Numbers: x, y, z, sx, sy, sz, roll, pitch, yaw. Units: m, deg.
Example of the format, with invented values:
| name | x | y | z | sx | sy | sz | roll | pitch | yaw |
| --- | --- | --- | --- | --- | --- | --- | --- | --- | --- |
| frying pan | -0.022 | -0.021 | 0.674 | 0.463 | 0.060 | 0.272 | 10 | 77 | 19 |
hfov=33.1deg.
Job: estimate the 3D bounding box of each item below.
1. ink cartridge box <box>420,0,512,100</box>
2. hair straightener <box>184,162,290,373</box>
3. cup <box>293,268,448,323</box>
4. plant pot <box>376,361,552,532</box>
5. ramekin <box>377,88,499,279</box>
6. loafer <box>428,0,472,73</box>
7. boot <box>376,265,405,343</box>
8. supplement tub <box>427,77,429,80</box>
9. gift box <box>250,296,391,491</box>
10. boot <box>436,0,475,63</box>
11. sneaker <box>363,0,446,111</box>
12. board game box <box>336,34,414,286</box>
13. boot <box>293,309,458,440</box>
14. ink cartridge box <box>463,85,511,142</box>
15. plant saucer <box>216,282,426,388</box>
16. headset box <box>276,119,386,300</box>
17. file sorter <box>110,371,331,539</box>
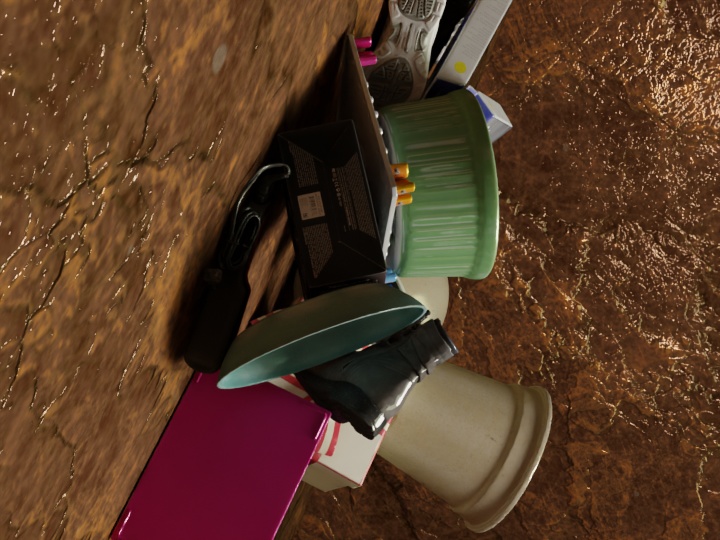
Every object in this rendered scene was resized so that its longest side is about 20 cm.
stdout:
| name | x | y | z | sx | sy | sz | roll | pitch | yaw |
| --- | --- | --- | --- | --- | --- | --- | --- | --- | --- |
| ink cartridge box | 0.104 | -0.229 | 1.466 | 0.201 | 0.047 | 0.198 | -62 | -175 | -18 |
| hair straightener | -0.108 | -0.002 | 1.066 | 0.077 | 0.041 | 0.201 | -30 | 144 | -81 |
| cup | -0.007 | 0.024 | 1.542 | 0.143 | 0.200 | 0.201 | 14 | 100 | -61 |
| plant pot | 0.108 | 0.194 | 1.509 | 0.201 | 0.183 | 0.201 | -58 | -169 | 18 |
| ramekin | 0.072 | -0.086 | 1.272 | 0.200 | 0.097 | 0.202 | 174 | -90 | -82 |
| loafer | 0.074 | -0.295 | 1.498 | 0.201 | 0.073 | 0.071 | -59 | -177 | -17 |
| boot | 0.000 | 0.000 | 1.395 | 0.072 | 0.201 | 0.144 | -32 | 178 | 4 |
| supplement tub | 0.083 | -0.198 | 1.743 | 0.200 | 0.106 | 0.107 | 87 | 28 | -79 |
| gift box | -0.067 | 0.150 | 1.425 | 0.185 | 0.199 | 0.187 | -68 | -169 | -19 |
| boot | 0.125 | -0.341 | 1.688 | 0.200 | 0.069 | 0.132 | -55 | 171 | -53 |
| sneaker | 0.053 | -0.255 | 1.386 | 0.099 | 0.078 | 0.201 | -61 | 174 | -71 |
| board game box | 0.011 | -0.102 | 1.231 | 0.200 | 0.026 | 0.201 | 98 | -19 | -57 |
| boot | 0.013 | 0.090 | 1.209 | 0.132 | 0.070 | 0.200 | -43 | -152 | -13 |
| ink cartridge box | 0.080 | -0.135 | 1.441 | 0.197 | 0.047 | 0.200 | -36 | 174 | 14 |
| plant saucer | -0.039 | 0.054 | 1.082 | 0.200 | 0.199 | 0.036 | 87 | -17 | -78 |
| headset box | -0.028 | -0.034 | 1.165 | 0.200 | 0.077 | 0.150 | 89 | -11 | -74 |
| file sorter | -0.137 | 0.215 | 1.217 | 0.126 | 0.138 | 0.201 | 108 | 7 | -70 |
